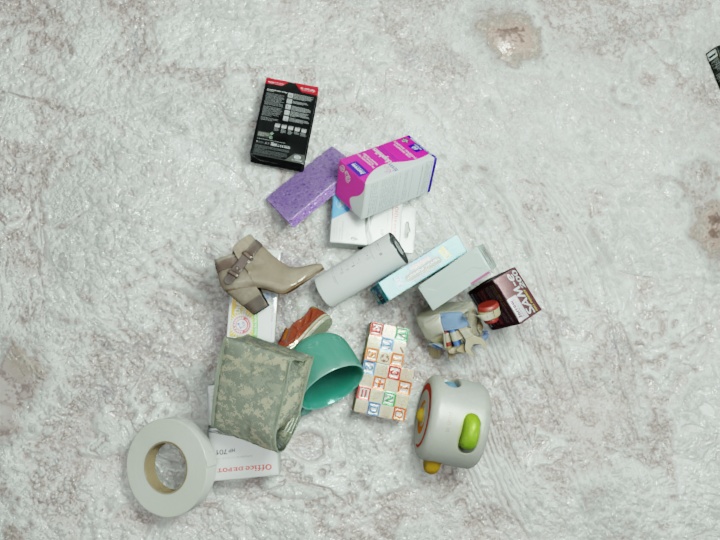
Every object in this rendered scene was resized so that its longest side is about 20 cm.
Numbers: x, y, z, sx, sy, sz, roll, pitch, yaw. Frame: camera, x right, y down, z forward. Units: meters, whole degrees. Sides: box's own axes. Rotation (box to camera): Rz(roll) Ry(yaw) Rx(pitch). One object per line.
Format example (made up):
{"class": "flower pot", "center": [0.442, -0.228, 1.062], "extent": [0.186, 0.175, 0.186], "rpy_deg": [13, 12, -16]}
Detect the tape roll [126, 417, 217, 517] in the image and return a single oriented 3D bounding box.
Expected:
{"class": "tape roll", "center": [-0.394, 0.407, 1.474], "extent": [0.202, 0.037, 0.203], "rpy_deg": [-2, 84, 21]}

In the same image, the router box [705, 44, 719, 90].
{"class": "router box", "center": [0.981, -0.507, 1.760], "extent": [0.200, 0.051, 0.149], "rpy_deg": [-19, 86, -8]}

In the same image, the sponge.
{"class": "sponge", "center": [-0.107, -0.191, 1.595], "extent": [0.200, 0.030, 0.112], "rpy_deg": [-40, 49, -8]}

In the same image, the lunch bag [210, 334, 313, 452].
{"class": "lunch bag", "center": [-0.201, 0.246, 1.409], "extent": [0.164, 0.118, 0.200], "rpy_deg": [15, 93, 22]}

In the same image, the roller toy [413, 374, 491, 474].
{"class": "roller toy", "center": [0.186, 0.321, 1.512], "extent": [0.139, 0.200, 0.183], "rpy_deg": [12, 46, -4]}

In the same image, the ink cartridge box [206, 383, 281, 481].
{"class": "ink cartridge box", "center": [-0.248, 0.338, 1.516], "extent": [0.146, 0.086, 0.200], "rpy_deg": [-4, 81, -6]}

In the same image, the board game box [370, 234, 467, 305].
{"class": "board game box", "center": [0.125, 0.002, 1.561], "extent": [0.200, 0.151, 0.047], "rpy_deg": [-31, 87, -8]}

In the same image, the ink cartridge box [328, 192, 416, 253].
{"class": "ink cartridge box", "center": [0.031, -0.106, 1.609], "extent": [0.199, 0.067, 0.116], "rpy_deg": [4, 81, -5]}

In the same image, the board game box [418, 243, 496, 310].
{"class": "board game box", "center": [0.212, 0.010, 1.524], "extent": [0.147, 0.200, 0.064], "rpy_deg": [-34, 87, 14]}

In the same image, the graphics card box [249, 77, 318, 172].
{"class": "graphics card box", "center": [-0.172, -0.332, 1.615], "extent": [0.125, 0.051, 0.200], "rpy_deg": [10, 72, -5]}

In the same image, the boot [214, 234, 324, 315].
{"class": "boot", "center": [-0.194, -0.010, 1.462], "extent": [0.200, 0.070, 0.146], "rpy_deg": [-32, 87, -12]}

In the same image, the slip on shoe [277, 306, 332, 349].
{"class": "slip on shoe", "center": [-0.151, 0.158, 1.563], "extent": [0.200, 0.074, 0.061], "rpy_deg": [-44, 62, -7]}

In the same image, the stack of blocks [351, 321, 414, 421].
{"class": "stack of blocks", "center": [0.058, 0.223, 1.572], "extent": [0.115, 0.059, 0.200], "rpy_deg": [12, 81, -4]}

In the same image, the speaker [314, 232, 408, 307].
{"class": "speaker", "center": [0.000, 0.000, 1.552], "extent": [0.200, 0.081, 0.081], "rpy_deg": [-31, 86, 13]}

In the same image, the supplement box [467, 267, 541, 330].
{"class": "supplement box", "center": [0.309, 0.065, 1.546], "extent": [0.061, 0.200, 0.109], "rpy_deg": [-31, 87, -10]}

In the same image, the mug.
{"class": "mug", "center": [-0.098, 0.214, 1.513], "extent": [0.185, 0.152, 0.115], "rpy_deg": [-33, 59, 0]}

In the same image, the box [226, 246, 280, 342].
{"class": "box", "center": [-0.229, 0.057, 1.540], "extent": [0.101, 0.112, 0.201], "rpy_deg": [4, 83, -6]}

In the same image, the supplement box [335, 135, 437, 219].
{"class": "supplement box", "center": [0.056, -0.207, 1.560], "extent": [0.200, 0.103, 0.101], "rpy_deg": [-26, 54, -29]}

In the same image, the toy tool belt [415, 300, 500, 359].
{"class": "toy tool belt", "center": [0.223, 0.133, 1.544], "extent": [0.125, 0.200, 0.123], "rpy_deg": [-35, 112, -50]}
